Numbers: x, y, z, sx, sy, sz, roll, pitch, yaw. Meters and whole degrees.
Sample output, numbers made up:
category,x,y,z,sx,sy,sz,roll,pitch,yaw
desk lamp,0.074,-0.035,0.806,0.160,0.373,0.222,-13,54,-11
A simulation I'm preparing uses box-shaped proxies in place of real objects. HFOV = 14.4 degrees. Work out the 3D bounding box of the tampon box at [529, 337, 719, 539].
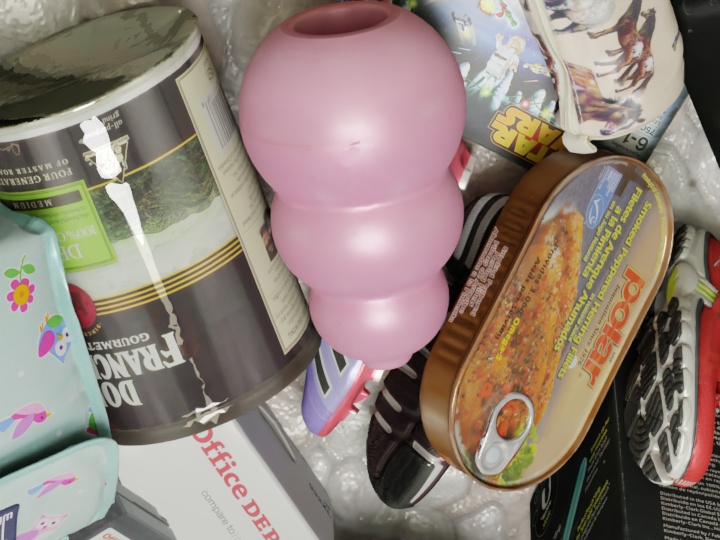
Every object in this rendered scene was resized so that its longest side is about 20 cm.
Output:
category,x,y,z,sx,sy,sz,roll,pitch,yaw
tampon box,0.180,0.165,1.640,0.125,0.201,0.150,14,129,-10

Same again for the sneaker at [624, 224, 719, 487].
category,x,y,z,sx,sy,sz,roll,pitch,yaw
sneaker,0.203,0.049,1.609,0.084,0.201,0.077,22,130,-6

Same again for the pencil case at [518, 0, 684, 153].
category,x,y,z,sx,sy,sz,roll,pitch,yaw
pencil case,0.113,-0.161,1.520,0.089,0.078,0.201,-35,125,-17

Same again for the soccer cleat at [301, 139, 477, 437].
category,x,y,z,sx,sy,sz,roll,pitch,yaw
soccer cleat,0.000,0.000,1.655,0.076,0.067,0.201,26,109,3

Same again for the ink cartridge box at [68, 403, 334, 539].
category,x,y,z,sx,sy,sz,roll,pitch,yaw
ink cartridge box,-0.134,0.153,1.694,0.199,0.084,0.145,-30,111,9

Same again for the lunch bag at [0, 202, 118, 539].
category,x,y,z,sx,sy,sz,roll,pitch,yaw
lunch bag,-0.226,0.084,1.521,0.170,0.122,0.201,-27,118,-27

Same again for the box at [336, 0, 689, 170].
category,x,y,z,sx,sy,sz,roll,pitch,yaw
box,0.092,-0.136,1.611,0.199,0.040,0.137,26,110,-14

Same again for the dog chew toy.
category,x,y,z,sx,sy,sz,roll,pitch,yaw
dog chew toy,0.003,-0.042,1.556,0.124,0.125,0.201,-9,112,0

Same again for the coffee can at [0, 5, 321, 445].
category,x,y,z,sx,sy,sz,roll,pitch,yaw
coffee can,-0.123,-0.026,1.587,0.146,0.147,0.201,-19,112,5

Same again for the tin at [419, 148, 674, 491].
category,x,y,z,sx,sy,sz,roll,pitch,yaw
tin,0.104,0.026,1.597,0.112,0.042,0.201,30,86,-37

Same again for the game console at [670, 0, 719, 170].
category,x,y,z,sx,sy,sz,roll,pitch,yaw
game console,0.288,-0.116,1.618,0.175,0.117,0.201,-9,127,27

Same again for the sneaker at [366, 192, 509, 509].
category,x,y,z,sx,sy,sz,roll,pitch,yaw
sneaker,0.087,0.057,1.663,0.115,0.076,0.201,10,114,-34
